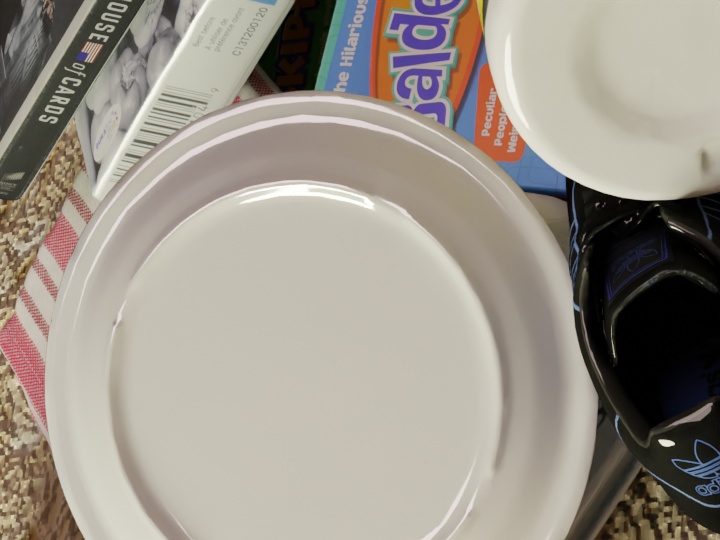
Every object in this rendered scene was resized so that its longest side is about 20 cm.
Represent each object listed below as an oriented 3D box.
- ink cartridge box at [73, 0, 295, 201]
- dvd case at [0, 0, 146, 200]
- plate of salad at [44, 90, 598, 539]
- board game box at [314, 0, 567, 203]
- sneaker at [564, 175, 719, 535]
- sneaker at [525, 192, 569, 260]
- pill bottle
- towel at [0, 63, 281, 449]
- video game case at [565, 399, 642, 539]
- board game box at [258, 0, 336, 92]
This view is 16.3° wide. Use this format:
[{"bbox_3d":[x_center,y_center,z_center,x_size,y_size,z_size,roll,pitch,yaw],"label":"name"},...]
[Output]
[{"bbox_3d":[-0.076,-0.165,1.046,0.199,0.043,0.201,-55,39,39],"label":"ink cartridge box"},{"bbox_3d":[-0.126,-0.147,1.062,0.200,0.025,0.151,-51,43,46],"label":"dvd case"},{"bbox_3d":[-0.014,0.040,0.856,0.198,0.048,0.202,1,92,18],"label":"plate of salad"},{"bbox_3d":[0.082,-0.094,0.927,0.199,0.045,0.153,5,76,35],"label":"board game box"},{"bbox_3d":[0.098,-0.004,0.788,0.070,0.078,0.201,-32,44,15],"label":"sneaker"},{"bbox_3d":[0.000,0.000,0.934,0.199,0.077,0.081,-14,35,28],"label":"sneaker"},{"bbox_3d":[0.087,-0.122,0.800,0.114,0.114,0.201,-43,28,24],"label":"pill bottle"},{"bbox_3d":[-0.087,-0.005,1.084,0.201,0.030,0.146,-61,39,19],"label":"towel"},{"bbox_3d":[0.012,0.069,0.928,0.199,0.022,0.183,16,65,49],"label":"video game case"},{"bbox_3d":[0.015,-0.094,1.038,0.199,0.030,0.096,12,81,45],"label":"board game box"}]
